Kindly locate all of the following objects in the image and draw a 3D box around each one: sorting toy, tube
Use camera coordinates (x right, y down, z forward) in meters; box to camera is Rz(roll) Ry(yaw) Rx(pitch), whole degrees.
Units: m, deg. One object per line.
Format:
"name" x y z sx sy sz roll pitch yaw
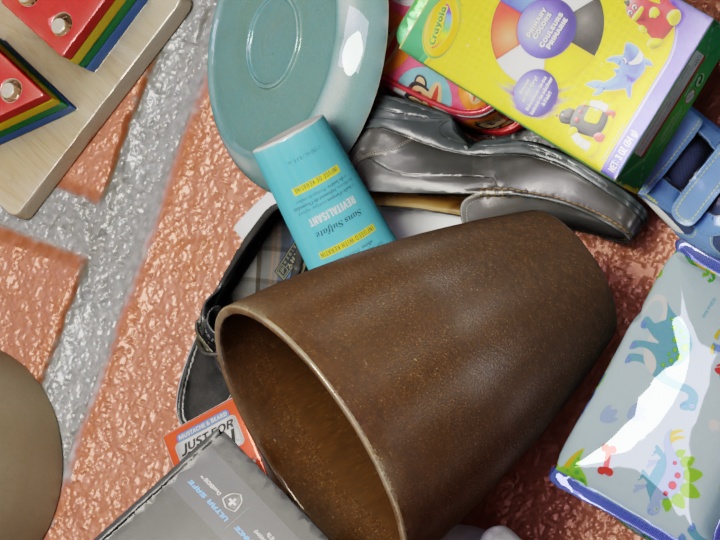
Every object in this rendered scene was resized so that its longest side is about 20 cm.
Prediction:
"sorting toy" -0.258 -0.176 1.818 0.200 0.070 0.199 42 98 25
"tube" 0.000 0.000 1.614 0.077 0.050 0.200 -29 98 0

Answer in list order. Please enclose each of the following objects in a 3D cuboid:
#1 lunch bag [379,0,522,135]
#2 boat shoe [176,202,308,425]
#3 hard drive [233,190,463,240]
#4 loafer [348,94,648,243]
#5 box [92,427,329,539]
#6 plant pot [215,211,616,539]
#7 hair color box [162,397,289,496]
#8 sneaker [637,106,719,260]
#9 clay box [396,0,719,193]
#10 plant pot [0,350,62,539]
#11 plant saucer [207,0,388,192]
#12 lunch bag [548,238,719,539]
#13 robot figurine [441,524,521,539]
"lunch bag" 0.064 -0.203 1.671 0.176 0.082 0.200 27 92 27
"boat shoe" -0.076 0.033 1.678 0.070 0.066 0.200 46 116 25
"hard drive" 0.022 -0.001 1.683 0.132 0.026 0.200 -44 66 11
"loafer" 0.083 -0.047 1.627 0.200 0.073 0.072 18 74 21
"box" -0.089 0.230 1.509 0.198 0.050 0.200 -41 67 -9
"plant pot" 0.048 0.052 1.527 0.200 0.187 0.187 -32 65 -20
"hair color box" -0.045 0.187 1.631 0.064 0.111 0.200 -29 70 16
"sneaker" 0.197 -0.067 1.586 0.200 0.082 0.074 39 95 24
"clay box" 0.114 -0.146 1.565 0.200 0.048 0.115 33 96 26
"plant pot" -0.331 0.126 1.723 0.187 0.200 0.187 -4 79 23
"plant saucer" -0.049 -0.151 1.688 0.200 0.027 0.200 -14 72 53
"lunch bag" 0.239 0.102 1.518 0.200 0.127 0.170 30 91 13
"robot figurine" 0.080 0.234 1.564 0.200 0.113 0.170 40 129 24
